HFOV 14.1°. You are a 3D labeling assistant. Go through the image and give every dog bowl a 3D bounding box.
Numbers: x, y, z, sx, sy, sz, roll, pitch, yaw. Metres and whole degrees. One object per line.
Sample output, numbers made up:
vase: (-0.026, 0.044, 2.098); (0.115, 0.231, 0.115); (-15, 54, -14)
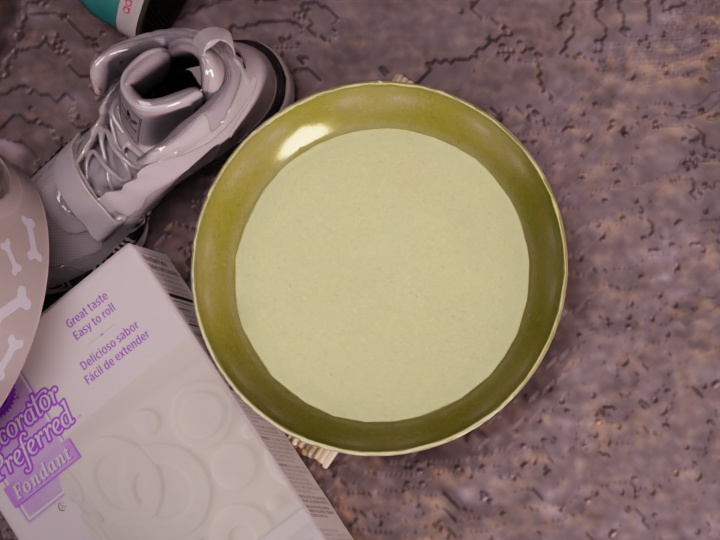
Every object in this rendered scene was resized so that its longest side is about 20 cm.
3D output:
dog bowl: (-0.240, 0.016, 1.558); (0.200, 0.058, 0.201); (-26, 54, 42)

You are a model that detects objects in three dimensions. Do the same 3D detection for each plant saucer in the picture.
plant saucer: (0.011, 0.000, 1.537); (0.198, 0.031, 0.201); (-1, 78, 5)

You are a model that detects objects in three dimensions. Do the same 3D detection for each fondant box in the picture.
fondant box: (-0.116, 0.109, 1.553); (0.144, 0.058, 0.201); (-38, 73, 11)

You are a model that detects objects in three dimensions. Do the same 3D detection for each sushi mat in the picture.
sushi mat: (0.000, 0.000, 1.572); (0.095, 0.012, 0.201); (34, 90, 16)

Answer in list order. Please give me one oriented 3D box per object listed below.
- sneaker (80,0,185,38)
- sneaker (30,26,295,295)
sneaker: (-0.130, -0.239, 1.595); (0.120, 0.084, 0.201); (27, 108, 14)
sneaker: (-0.132, -0.064, 1.562); (0.199, 0.115, 0.075); (-36, 74, 6)
